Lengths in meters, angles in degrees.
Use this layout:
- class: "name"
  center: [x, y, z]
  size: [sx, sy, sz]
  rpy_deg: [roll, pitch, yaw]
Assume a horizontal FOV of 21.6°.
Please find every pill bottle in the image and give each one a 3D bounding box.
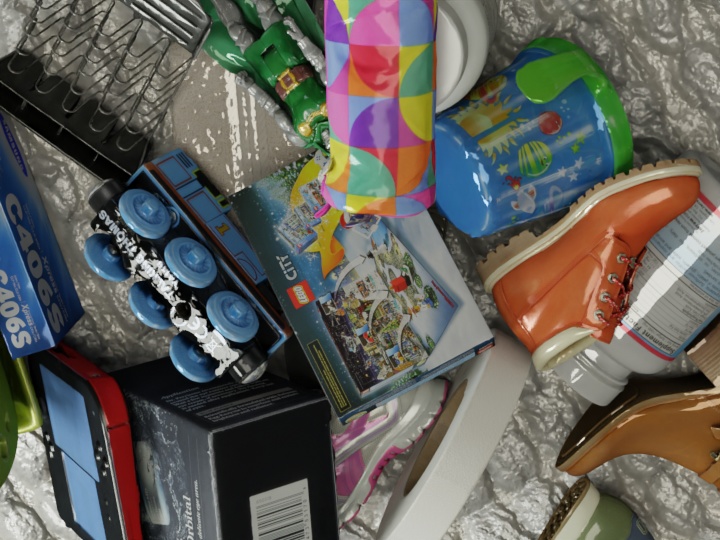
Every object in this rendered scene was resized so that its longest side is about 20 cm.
- class: "pill bottle"
  center: [0.043, -0.179, 1.436]
  size: [0.113, 0.200, 0.115]
  rpy_deg: [2, 106, 7]
- class: "pill bottle"
  center: [0.235, 0.010, 1.513]
  size: [0.109, 0.109, 0.200]
  rpy_deg: [40, 107, -5]

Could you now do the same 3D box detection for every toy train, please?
- class: "toy train"
  center: [-0.132, -0.001, 1.509]
  size: [0.200, 0.114, 0.087]
  rpy_deg: [49, 126, 5]

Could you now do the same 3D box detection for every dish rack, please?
- class: "dish rack"
  center: [-0.207, -0.174, 1.508]
  size: [0.153, 0.055, 0.200]
  rpy_deg: [34, 136, -2]

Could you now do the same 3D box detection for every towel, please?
- class: "towel"
  center: [-0.093, -0.092, 1.552]
  size: [0.131, 0.034, 0.202]
  rpy_deg: [1, 104, 18]

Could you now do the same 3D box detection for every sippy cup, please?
- class: "sippy cup"
  center: [0.120, -0.094, 1.459]
  size: [0.130, 0.139, 0.179]
  rpy_deg: [-27, 124, -24]

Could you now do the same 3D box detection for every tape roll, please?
- class: "tape roll"
  center: [0.075, 0.141, 1.523]
  size: [0.037, 0.203, 0.204]
  rpy_deg: [29, 107, -1]

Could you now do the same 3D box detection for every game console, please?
- class: "game console"
  center: [-0.230, 0.156, 1.578]
  size: [0.031, 0.200, 0.178]
  rpy_deg: [-11, 106, -24]

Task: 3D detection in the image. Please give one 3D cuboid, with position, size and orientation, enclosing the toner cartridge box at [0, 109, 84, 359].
- class: "toner cartridge box"
  center: [-0.294, -0.036, 1.574]
  size: [0.043, 0.095, 0.201]
  rpy_deg: [-17, 103, 10]

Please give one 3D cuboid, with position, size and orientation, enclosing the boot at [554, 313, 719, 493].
- class: "boot"
  center: [0.276, 0.146, 1.572]
  size: [0.200, 0.077, 0.155]
  rpy_deg: [-40, 101, 8]

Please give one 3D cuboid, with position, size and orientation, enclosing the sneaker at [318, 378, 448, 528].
- class: "sneaker"
  center: [-0.016, 0.147, 1.603]
  size: [0.088, 0.081, 0.200]
  rpy_deg: [39, 98, -3]

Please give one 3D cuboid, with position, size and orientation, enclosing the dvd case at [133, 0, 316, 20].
- class: "dvd case"
  center: [-0.099, -0.290, 1.520]
  size: [0.147, 0.016, 0.202]
  rpy_deg: [10, 106, 3]

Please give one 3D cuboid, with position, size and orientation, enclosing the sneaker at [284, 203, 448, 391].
- class: "sneaker"
  center: [-0.003, 0.007, 1.558]
  size: [0.075, 0.106, 0.201]
  rpy_deg: [32, 74, -25]

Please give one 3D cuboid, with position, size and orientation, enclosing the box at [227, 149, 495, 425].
- class: "box"
  center: [0.000, 0.000, 1.475]
  size: [0.136, 0.038, 0.201]
  rpy_deg: [-27, 76, 0]

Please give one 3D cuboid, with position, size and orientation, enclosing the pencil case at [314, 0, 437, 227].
- class: "pencil case"
  center: [0.011, -0.131, 1.307]
  size: [0.088, 0.088, 0.202]
  rpy_deg: [4, 105, 6]

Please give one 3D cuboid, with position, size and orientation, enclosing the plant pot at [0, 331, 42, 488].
- class: "plant pot"
  center: [-0.387, 0.090, 1.569]
  size: [0.197, 0.182, 0.202]
  rpy_deg: [-12, 105, 18]

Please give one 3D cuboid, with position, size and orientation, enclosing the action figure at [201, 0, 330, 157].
- class: "action figure"
  center: [-0.063, -0.166, 1.478]
  size: [0.118, 0.055, 0.201]
  rpy_deg: [-42, 74, 24]

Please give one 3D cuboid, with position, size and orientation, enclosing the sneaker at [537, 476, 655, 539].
- class: "sneaker"
  center: [0.176, 0.279, 1.615]
  size: [0.089, 0.067, 0.201]
  rpy_deg: [30, 109, -4]

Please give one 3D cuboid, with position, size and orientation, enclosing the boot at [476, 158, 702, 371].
- class: "boot"
  center: [0.191, -0.004, 1.442]
  size: [0.200, 0.075, 0.108]
  rpy_deg: [-36, 65, 28]

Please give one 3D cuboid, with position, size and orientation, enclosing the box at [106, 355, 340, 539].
- class: "box"
  center: [-0.117, 0.187, 1.549]
  size: [0.117, 0.199, 0.198]
  rpy_deg: [-14, 107, -32]
